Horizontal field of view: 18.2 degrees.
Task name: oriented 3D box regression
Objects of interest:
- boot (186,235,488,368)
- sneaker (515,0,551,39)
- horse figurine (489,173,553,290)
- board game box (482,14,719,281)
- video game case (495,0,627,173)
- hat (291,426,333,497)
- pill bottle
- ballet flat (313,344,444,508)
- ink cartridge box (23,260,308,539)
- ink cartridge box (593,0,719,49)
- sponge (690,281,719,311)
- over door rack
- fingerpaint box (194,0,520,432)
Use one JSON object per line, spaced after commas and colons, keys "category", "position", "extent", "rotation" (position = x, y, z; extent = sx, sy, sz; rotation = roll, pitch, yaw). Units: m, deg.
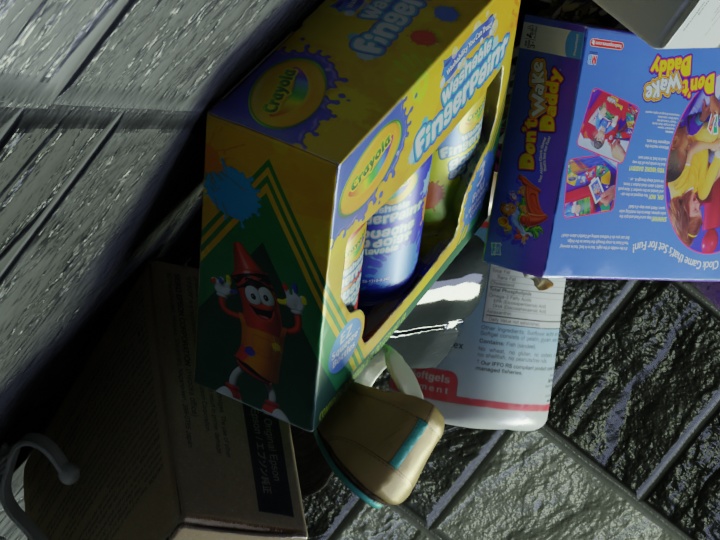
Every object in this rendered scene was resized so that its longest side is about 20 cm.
{"category": "boot", "position": [-0.001, 0.000, 1.296], "extent": [0.200, 0.066, 0.165], "rotation": [1, 144, -39]}
{"category": "sneaker", "position": [0.041, -0.128, 1.253], "extent": [0.200, 0.080, 0.074], "rotation": [-48, 177, -40]}
{"category": "horse figurine", "position": [0.065, -0.033, 1.418], "extent": [0.200, 0.133, 0.050], "rotation": [-22, -164, 0]}
{"category": "board game box", "position": [0.160, -0.064, 1.252], "extent": [0.200, 0.045, 0.135], "rotation": [2, 101, -46]}
{"category": "video game case", "position": [0.110, -0.136, 1.388], "extent": [0.181, 0.036, 0.200], "rotation": [-42, -149, -16]}
{"category": "hat", "position": [-0.079, 0.059, 1.456], "extent": [0.081, 0.201, 0.201], "rotation": [-6, 156, -22]}
{"category": "pill bottle", "position": [0.083, 0.001, 1.503], "extent": [0.109, 0.108, 0.201], "rotation": [-17, 114, -85]}
{"category": "ballet flat", "position": [-0.005, 0.062, 1.166], "extent": [0.063, 0.069, 0.200], "rotation": [-51, -153, 2]}
{"category": "ink cartridge box", "position": [-0.108, 0.121, 1.185], "extent": [0.200, 0.075, 0.165], "rotation": [-54, -143, 42]}
{"category": "ink cartridge box", "position": [0.161, -0.193, 1.217], "extent": [0.086, 0.146, 0.200], "rotation": [-56, 162, 22]}
{"category": "sponge", "position": [0.202, -0.070, 1.387], "extent": [0.030, 0.200, 0.112], "rotation": [4, 121, -37]}
{"category": "over door rack", "position": [-0.219, 0.189, 1.140], "extent": [0.200, 0.067, 0.148], "rotation": [-54, 176, 37]}
{"category": "fingerpaint box", "position": [0.002, -0.049, 1.100], "extent": [0.200, 0.073, 0.167], "rotation": [-49, 154, -45]}
